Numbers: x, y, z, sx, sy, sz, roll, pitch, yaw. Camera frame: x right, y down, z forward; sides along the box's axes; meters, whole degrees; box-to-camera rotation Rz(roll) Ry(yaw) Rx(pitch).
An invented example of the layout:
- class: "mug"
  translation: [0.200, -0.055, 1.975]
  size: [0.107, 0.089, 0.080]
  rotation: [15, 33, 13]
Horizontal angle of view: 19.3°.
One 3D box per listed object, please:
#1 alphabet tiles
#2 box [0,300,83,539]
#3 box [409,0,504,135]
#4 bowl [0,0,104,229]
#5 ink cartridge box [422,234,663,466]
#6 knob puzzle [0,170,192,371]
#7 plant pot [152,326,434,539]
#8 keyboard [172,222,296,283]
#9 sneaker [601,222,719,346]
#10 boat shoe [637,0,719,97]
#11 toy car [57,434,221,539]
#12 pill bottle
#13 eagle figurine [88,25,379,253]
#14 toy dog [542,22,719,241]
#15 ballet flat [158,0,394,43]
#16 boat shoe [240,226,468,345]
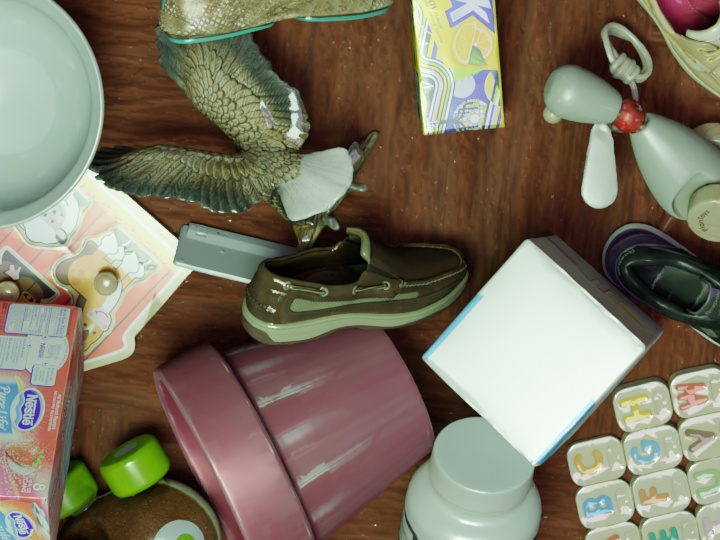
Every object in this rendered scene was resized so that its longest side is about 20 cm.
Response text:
- class: "alphabet tiles"
  translation: [0.281, 0.183, 1.816]
  size: [0.195, 0.015, 0.200]
  rotation: [-13, 104, 2]
- class: "box"
  translation: [-0.280, 0.127, 1.676]
  size: [0.102, 0.200, 0.095]
  rotation: [3, 136, -2]
- class: "box"
  translation: [0.073, -0.214, 1.691]
  size: [0.070, 0.064, 0.200]
  rotation: [-5, 103, 0]
- class: "bowl"
  translation: [-0.290, -0.134, 1.679]
  size: [0.201, 0.090, 0.202]
  rotation: [1, 96, 8]
- class: "ink cartridge box"
  translation: [0.151, 0.059, 1.700]
  size: [0.125, 0.200, 0.129]
  rotation: [43, 99, 8]
- class: "knob puzzle"
  translation: [-0.264, 0.006, 1.753]
  size: [0.219, 0.030, 0.220]
  rotation: [0, 104, -1]
- class: "plant pot"
  translation: [-0.047, 0.129, 1.716]
  size: [0.179, 0.200, 0.200]
  rotation: [-27, 103, -11]
- class: "keyboard"
  translation: [-0.054, 0.002, 1.744]
  size: [0.200, 0.056, 0.011]
  rotation: [13, 131, -4]
- class: "sneaker"
  translation: [0.295, 0.030, 1.741]
  size: [0.200, 0.088, 0.076]
  rotation: [20, 102, -7]
- class: "boat shoe"
  translation: [0.276, -0.199, 1.695]
  size: [0.200, 0.069, 0.074]
  rotation: [43, 98, -12]
- class: "toy car"
  translation: [-0.212, 0.260, 1.713]
  size: [0.158, 0.200, 0.164]
  rotation: [-21, 106, 30]
- class: "pill bottle"
  translation: [0.088, 0.216, 1.731]
  size: [0.111, 0.111, 0.200]
  rotation: [6, 133, -3]
- class: "eagle figurine"
  translation: [-0.101, -0.095, 1.686]
  size: [0.200, 0.152, 0.151]
  rotation: [34, 121, -14]
- class: "toy dog"
  translation: [0.224, -0.091, 1.710]
  size: [0.200, 0.132, 0.096]
  rotation: [43, 131, -3]
- class: "ballet flat"
  translation: [-0.062, -0.223, 1.654]
  size: [0.200, 0.070, 0.065]
  rotation: [-13, 115, -27]
- class: "boat shoe"
  translation: [0.003, 0.003, 1.681]
  size: [0.202, 0.075, 0.075]
  rotation: [-15, 132, -31]
